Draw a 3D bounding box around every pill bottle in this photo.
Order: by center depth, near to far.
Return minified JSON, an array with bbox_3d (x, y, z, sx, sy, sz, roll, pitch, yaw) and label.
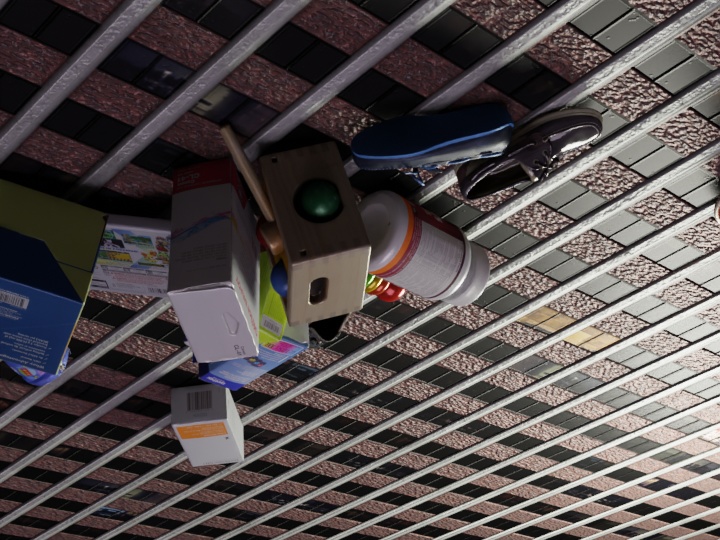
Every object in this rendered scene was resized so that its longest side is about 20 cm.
[{"bbox_3d":[0.081,-0.024,1.573,0.109,0.111,0.198,-29,143,34],"label":"pill bottle"}]

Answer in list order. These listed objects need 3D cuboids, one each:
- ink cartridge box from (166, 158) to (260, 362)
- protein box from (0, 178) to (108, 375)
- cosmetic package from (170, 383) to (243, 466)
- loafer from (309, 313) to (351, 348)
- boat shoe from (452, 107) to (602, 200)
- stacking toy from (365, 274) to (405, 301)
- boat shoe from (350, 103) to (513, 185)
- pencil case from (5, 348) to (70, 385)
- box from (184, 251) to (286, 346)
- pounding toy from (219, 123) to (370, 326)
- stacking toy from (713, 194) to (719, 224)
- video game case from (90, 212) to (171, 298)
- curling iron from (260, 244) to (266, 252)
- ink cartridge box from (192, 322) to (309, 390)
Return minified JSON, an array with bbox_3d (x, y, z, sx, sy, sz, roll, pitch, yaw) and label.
[{"bbox_3d":[-0.178,-0.012,1.438,0.084,0.202,0.149,-7,140,6],"label":"ink cartridge box"},{"bbox_3d":[-0.442,0.005,1.464,0.195,0.137,0.200,18,144,-15],"label":"protein box"},{"bbox_3d":[-0.268,0.275,2.059,0.099,0.072,0.201,-7,150,1],"label":"cosmetic package"},{"bbox_3d":[-0.056,0.077,1.767,0.071,0.064,0.201,4,148,-17],"label":"loafer"},{"bbox_3d":[0.210,-0.139,1.446,0.197,0.066,0.072,-18,147,19],"label":"boat shoe"},{"bbox_3d":[0.000,0.000,1.637,0.085,0.087,0.199,-25,149,30],"label":"stacking toy"},{"bbox_3d":[0.088,-0.141,1.400,0.196,0.085,0.069,-6,139,4],"label":"boat shoe"},{"bbox_3d":[-0.500,0.102,1.710,0.086,0.079,0.201,16,158,23],"label":"pencil case"},{"bbox_3d":[-0.168,0.044,1.593,0.047,0.124,0.198,31,152,-34],"label":"box"},{"bbox_3d":[-0.082,-0.062,1.433,0.140,0.186,0.201,-13,152,-12],"label":"pounding toy"},{"bbox_3d":[0.570,-0.024,1.575,0.143,0.203,0.147,-5,151,-3],"label":"stacking toy"},{"bbox_3d":[-0.317,-0.020,1.554,0.196,0.022,0.183,7,150,6],"label":"video game case"},{"bbox_3d":[-0.149,-0.044,1.585,0.198,0.026,0.050,25,113,-34],"label":"curling iron"},{"bbox_3d":[-0.166,0.081,1.681,0.076,0.139,0.199,22,139,-37],"label":"ink cartridge box"}]
